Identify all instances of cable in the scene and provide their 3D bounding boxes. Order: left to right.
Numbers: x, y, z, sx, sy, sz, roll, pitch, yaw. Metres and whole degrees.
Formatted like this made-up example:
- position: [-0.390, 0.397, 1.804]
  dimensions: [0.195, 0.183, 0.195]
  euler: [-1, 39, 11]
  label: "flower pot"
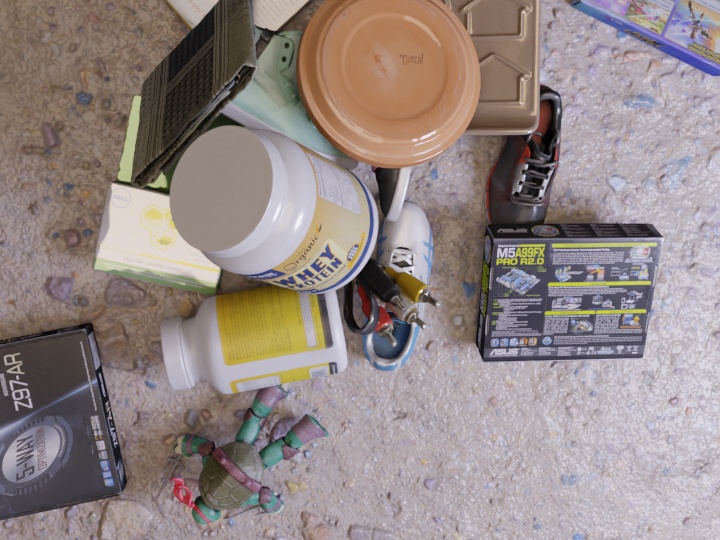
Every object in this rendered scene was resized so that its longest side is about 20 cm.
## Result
- position: [0.000, 0.000, 1.108]
  dimensions: [0.097, 0.050, 0.200]
  euler: [-40, 59, 4]
  label: "cable"

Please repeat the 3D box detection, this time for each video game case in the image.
- position: [0.371, -0.350, 1.134]
  dimensions: [0.199, 0.045, 0.182]
  euler: [24, 93, -7]
  label: "video game case"

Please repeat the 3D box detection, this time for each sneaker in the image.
- position: [-0.066, -0.196, 1.082]
  dimensions: [0.199, 0.074, 0.119]
  euler: [27, 102, -21]
  label: "sneaker"
- position: [0.005, -0.154, 1.062]
  dimensions: [0.098, 0.071, 0.202]
  euler: [2, 86, -9]
  label: "sneaker"
- position: [0.047, 0.020, 1.135]
  dimensions: [0.071, 0.072, 0.202]
  euler: [8, 94, -4]
  label: "sneaker"
- position: [0.192, -0.117, 1.126]
  dimensions: [0.076, 0.082, 0.202]
  euler: [5, 96, -5]
  label: "sneaker"

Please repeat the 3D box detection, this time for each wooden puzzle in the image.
- position: [0.111, -0.252, 1.107]
  dimensions: [0.184, 0.046, 0.202]
  euler: [1, 92, 12]
  label: "wooden puzzle"

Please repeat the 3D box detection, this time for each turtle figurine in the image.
- position: [-0.139, 0.230, 1.133]
  dimensions: [0.150, 0.101, 0.200]
  euler: [43, 86, -8]
  label: "turtle figurine"

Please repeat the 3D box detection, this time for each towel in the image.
- position: [-0.167, -0.193, 1.008]
  dimensions: [0.034, 0.201, 0.192]
  euler: [34, 121, -31]
  label: "towel"

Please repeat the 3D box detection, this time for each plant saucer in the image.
- position: [0.033, -0.208, 1.022]
  dimensions: [0.199, 0.032, 0.202]
  euler: [2, 82, -15]
  label: "plant saucer"

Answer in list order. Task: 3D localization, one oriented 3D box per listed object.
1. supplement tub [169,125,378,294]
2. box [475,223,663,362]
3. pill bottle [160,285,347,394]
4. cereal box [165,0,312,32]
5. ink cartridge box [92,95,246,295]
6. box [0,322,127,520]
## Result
- position: [-0.085, -0.059, 0.995]
  dimensions: [0.143, 0.200, 0.146]
  euler: [-6, 77, 28]
  label: "supplement tub"
- position: [0.241, 0.026, 1.142]
  dimensions: [0.198, 0.044, 0.161]
  euler: [-1, 115, -5]
  label: "box"
- position: [-0.119, 0.077, 1.106]
  dimensions: [0.198, 0.112, 0.113]
  euler: [-10, 97, -4]
  label: "pill bottle"
- position: [-0.120, -0.340, 1.096]
  dimensions: [0.200, 0.040, 0.144]
  euler: [-42, 98, 2]
  label: "cereal box"
- position: [-0.213, -0.085, 1.114]
  dimensions: [0.144, 0.048, 0.202]
  euler: [12, 98, -5]
  label: "ink cartridge box"
- position: [-0.370, 0.174, 1.130]
  dimensions: [0.159, 0.044, 0.202]
  euler: [-10, 97, -4]
  label: "box"
